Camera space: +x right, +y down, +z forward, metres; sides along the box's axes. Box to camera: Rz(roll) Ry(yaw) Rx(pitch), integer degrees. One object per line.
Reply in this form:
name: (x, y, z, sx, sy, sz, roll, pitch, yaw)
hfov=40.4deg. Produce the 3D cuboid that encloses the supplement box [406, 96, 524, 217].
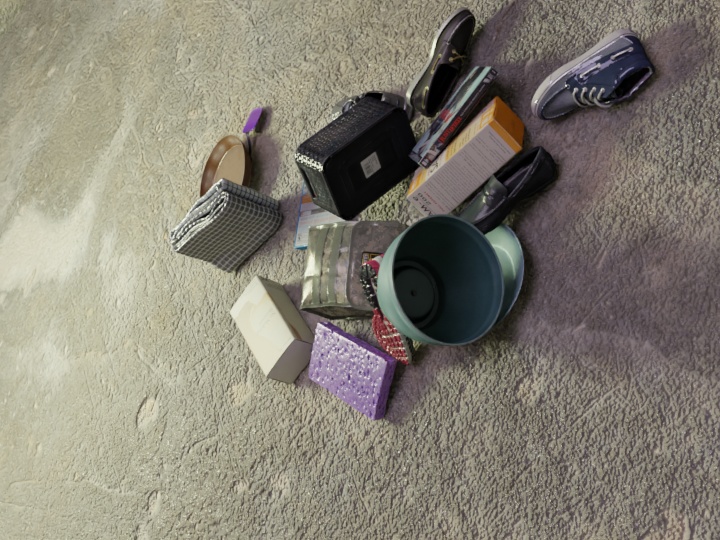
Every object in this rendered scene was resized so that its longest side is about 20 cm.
supplement box: (0.175, -0.183, 1.631, 0.200, 0.073, 0.126, -42, 13, 25)

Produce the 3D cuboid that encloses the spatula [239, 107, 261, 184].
spatula: (-0.248, -0.267, 2.168, 0.056, 0.020, 0.202, -7, 74, 54)

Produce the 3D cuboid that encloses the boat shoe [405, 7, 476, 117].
boat shoe: (0.157, -0.373, 1.771, 0.061, 0.071, 0.202, 45, 114, 40)

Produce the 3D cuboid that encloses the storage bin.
storage bin: (-0.003, -0.203, 1.761, 0.200, 0.136, 0.093, -39, 40, -20)

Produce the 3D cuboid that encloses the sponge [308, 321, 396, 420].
sponge: (-0.018, 0.175, 1.738, 0.199, 0.030, 0.113, 26, 110, 46)

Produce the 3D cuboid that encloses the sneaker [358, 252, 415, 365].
sneaker: (0.063, 0.067, 1.636, 0.080, 0.074, 0.202, 21, 132, 52)

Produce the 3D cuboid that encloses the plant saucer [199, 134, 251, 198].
plant saucer: (-0.295, -0.199, 2.165, 0.199, 0.034, 0.202, -21, 63, 48)

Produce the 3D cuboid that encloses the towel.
towel: (-0.280, -0.088, 2.030, 0.200, 0.165, 0.086, -40, 56, 27)

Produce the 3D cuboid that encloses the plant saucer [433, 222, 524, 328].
plant saucer: (0.194, 0.015, 1.601, 0.200, 0.039, 0.203, -18, 63, 39)

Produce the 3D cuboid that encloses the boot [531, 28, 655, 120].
boot: (0.358, -0.284, 1.525, 0.200, 0.072, 0.091, -40, 44, 27)

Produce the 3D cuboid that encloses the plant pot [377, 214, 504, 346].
plant pot: (0.105, 0.027, 1.534, 0.134, 0.199, 0.202, -24, 56, 60)

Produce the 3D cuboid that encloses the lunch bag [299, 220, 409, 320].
lunch bag: (0.000, 0.000, 1.749, 0.199, 0.117, 0.166, -5, 73, 37)

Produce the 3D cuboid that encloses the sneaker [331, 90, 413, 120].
sneaker: (0.009, -0.320, 1.887, 0.199, 0.082, 0.076, -1, 74, 45)

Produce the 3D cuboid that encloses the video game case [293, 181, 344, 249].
video game case: (-0.066, -0.146, 1.942, 0.142, 0.018, 0.202, -7, 70, 44)

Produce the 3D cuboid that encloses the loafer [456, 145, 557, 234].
loafer: (0.222, -0.125, 1.567, 0.200, 0.070, 0.068, -37, 41, 6)

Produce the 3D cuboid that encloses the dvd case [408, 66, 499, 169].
dvd case: (0.158, -0.266, 1.689, 0.201, 0.022, 0.146, -54, 10, 8)

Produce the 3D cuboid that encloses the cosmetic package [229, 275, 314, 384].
cosmetic package: (-0.169, 0.114, 1.905, 0.106, 0.071, 0.200, -53, 45, 15)
